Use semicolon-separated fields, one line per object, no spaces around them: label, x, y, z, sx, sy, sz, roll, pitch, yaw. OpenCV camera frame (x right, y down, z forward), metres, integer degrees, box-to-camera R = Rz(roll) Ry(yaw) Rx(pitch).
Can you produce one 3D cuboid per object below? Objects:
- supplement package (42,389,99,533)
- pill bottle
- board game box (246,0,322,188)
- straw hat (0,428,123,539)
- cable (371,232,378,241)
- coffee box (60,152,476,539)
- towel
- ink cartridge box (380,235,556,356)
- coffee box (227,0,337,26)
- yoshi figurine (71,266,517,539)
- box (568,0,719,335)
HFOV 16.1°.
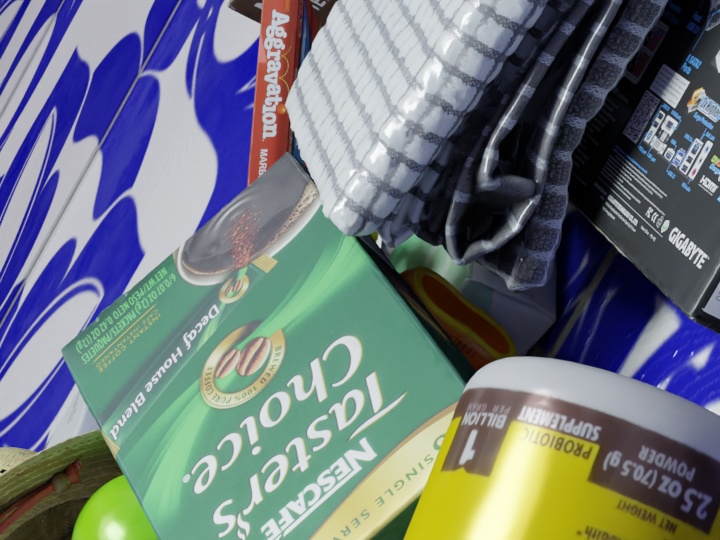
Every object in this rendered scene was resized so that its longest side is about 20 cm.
supplement package;-0.127;0.161;1.182;0.200;0.109;0.114;-59;9;14
pill bottle;0.049;0.134;0.746;0.109;0.109;0.200;-14;52;68
board game box;-0.032;-0.014;1.112;0.103;0.019;0.200;64;-151;-72
straw hat;-0.136;0.119;1.058;0.085;0.201;0.201;38;103;38
cable;0.000;0.000;1.091;0.200;0.050;0.097;-60;-30;-71
coffee box;-0.024;0.051;0.898;0.123;0.044;0.200;-41;38;5
towel;0.053;-0.094;0.962;0.166;0.086;0.200;-58;17;12
ink cartridge box;0.014;0.023;1.111;0.200;0.050;0.161;-48;23;34
coffee box;0.034;-0.174;1.222;0.200;0.114;0.080;-36;32;54
yoshi figurine;-0.035;0.086;0.964;0.200;0.112;0.112;-43;-14;24
box;0.150;-0.087;0.878;0.199;0.050;0.200;-60;17;9
